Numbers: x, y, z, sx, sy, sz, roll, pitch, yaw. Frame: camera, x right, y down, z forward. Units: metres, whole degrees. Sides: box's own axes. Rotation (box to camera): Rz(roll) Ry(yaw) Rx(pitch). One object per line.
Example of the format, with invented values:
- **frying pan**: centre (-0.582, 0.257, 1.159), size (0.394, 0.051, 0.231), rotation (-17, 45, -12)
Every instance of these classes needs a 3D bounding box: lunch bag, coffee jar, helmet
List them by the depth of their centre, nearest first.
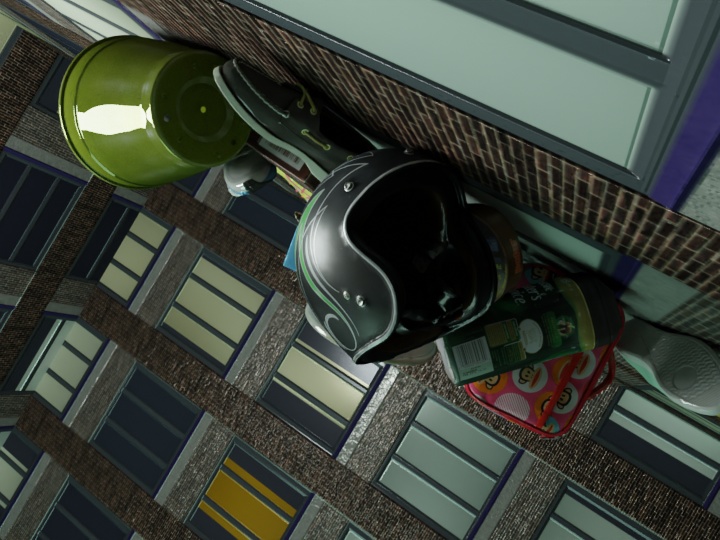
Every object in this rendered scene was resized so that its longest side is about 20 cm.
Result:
- **helmet**: centre (0.026, -0.020, 0.664), size (0.191, 0.200, 0.200), rotation (67, -168, 16)
- **coffee jar**: centre (0.188, 0.064, 0.751), size (0.104, 0.200, 0.085), rotation (-96, -10, -86)
- **lunch bag**: centre (0.241, 0.106, 0.842), size (0.176, 0.200, 0.082), rotation (27, -179, 2)

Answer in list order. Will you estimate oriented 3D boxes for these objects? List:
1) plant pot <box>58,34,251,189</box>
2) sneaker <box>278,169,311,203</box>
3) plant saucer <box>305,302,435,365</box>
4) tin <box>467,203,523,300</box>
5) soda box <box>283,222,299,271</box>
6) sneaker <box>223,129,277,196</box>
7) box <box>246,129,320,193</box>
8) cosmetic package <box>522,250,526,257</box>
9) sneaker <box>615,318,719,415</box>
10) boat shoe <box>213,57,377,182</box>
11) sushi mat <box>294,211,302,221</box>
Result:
- **plant pot**: centre (-0.236, -0.194, 0.804), size (0.193, 0.201, 0.200), rotation (14, 167, 47)
- **sneaker**: centre (-0.068, -0.127, 1.033), size (0.200, 0.090, 0.078), rotation (31, -141, 17)
- **plant saucer**: centre (0.021, 0.067, 0.950), size (0.200, 0.050, 0.200), rotation (18, -164, -5)
- **tin**: centre (0.101, -0.020, 0.757), size (0.042, 0.112, 0.200), rotation (-21, -164, -35)
- **soda box**: centre (0.000, 0.000, 0.911), size (0.200, 0.068, 0.064), rotation (22, -178, 9)
- **sneaker**: centre (-0.169, -0.179, 0.902), size (0.200, 0.075, 0.087), rotation (-110, -3, -49)
- **box**: centre (-0.057, -0.141, 0.869), size (0.100, 0.075, 0.200), rotation (35, 180, 17)
- **cosmetic package**: centre (0.153, -0.012, 0.913), size (0.108, 0.085, 0.200), rotation (34, -179, 9)
- **sneaker**: centre (0.405, 0.132, 0.794), size (0.118, 0.074, 0.200), rotation (37, -172, -16)
- **boat shoe**: centre (-0.059, -0.155, 0.667), size (0.201, 0.061, 0.072), rotation (33, -147, -43)
- **sushi mat**: centre (-0.025, -0.055, 0.918), size (0.096, 0.012, 0.200), rotation (22, -175, 8)
